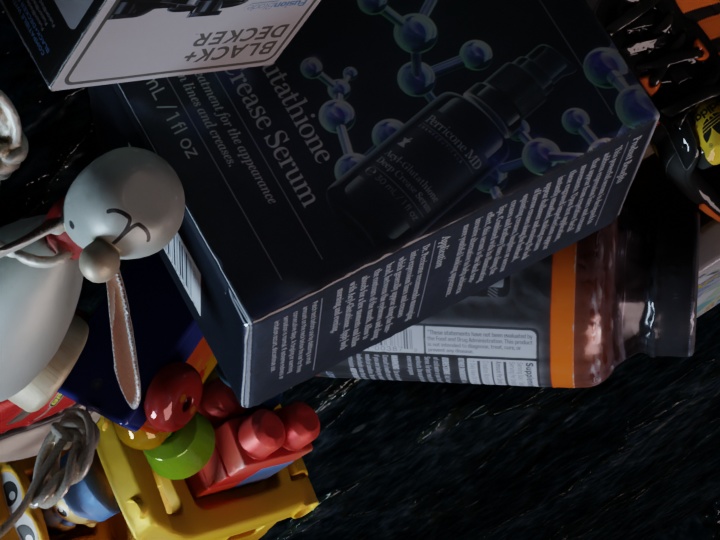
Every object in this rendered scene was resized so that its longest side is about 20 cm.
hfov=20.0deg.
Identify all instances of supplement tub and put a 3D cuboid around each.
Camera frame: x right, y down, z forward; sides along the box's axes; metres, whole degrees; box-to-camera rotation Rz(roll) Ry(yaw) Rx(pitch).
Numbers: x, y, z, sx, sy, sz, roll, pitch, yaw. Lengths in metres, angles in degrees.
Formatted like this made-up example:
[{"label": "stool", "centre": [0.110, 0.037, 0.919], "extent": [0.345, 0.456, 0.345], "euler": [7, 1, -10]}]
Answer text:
[{"label": "supplement tub", "centre": [0.063, 0.002, 0.987], "extent": [0.198, 0.108, 0.107], "euler": [2, 163, 8]}]

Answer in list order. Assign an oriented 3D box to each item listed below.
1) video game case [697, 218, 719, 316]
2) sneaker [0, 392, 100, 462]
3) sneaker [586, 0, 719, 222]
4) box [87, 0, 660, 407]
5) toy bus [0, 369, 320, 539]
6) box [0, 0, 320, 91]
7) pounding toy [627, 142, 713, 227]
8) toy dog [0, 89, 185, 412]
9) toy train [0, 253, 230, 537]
[{"label": "video game case", "centre": [0.199, -0.008, 1.092], "extent": [0.199, 0.022, 0.182], "euler": [-36, 168, 23]}, {"label": "sneaker", "centre": [-0.224, 0.069, 1.017], "extent": [0.199, 0.077, 0.085], "euler": [-29, 142, -9]}, {"label": "sneaker", "centre": [0.146, -0.093, 0.925], "extent": [0.070, 0.090, 0.200], "euler": [-34, 130, 6]}, {"label": "box", "centre": [0.002, -0.061, 0.884], "extent": [0.199, 0.149, 0.107], "euler": [-27, 162, -14]}, {"label": "toy bus", "centre": [-0.119, 0.115, 1.119], "extent": [0.199, 0.137, 0.192], "euler": [-10, 163, -44]}, {"label": "box", "centre": [-0.038, -0.153, 0.724], "extent": [0.116, 0.060, 0.200], "euler": [-12, 154, -45]}, {"label": "pounding toy", "centre": [0.186, -0.111, 1.113], "extent": [0.199, 0.143, 0.184], "euler": [-31, 151, 3]}, {"label": "toy dog", "centre": [-0.147, 0.019, 0.848], "extent": [0.200, 0.131, 0.097], "euler": [114, -4, -60]}, {"label": "toy train", "centre": [-0.107, 0.070, 1.004], "extent": [0.201, 0.084, 0.116], "euler": [-57, 152, -19]}]
